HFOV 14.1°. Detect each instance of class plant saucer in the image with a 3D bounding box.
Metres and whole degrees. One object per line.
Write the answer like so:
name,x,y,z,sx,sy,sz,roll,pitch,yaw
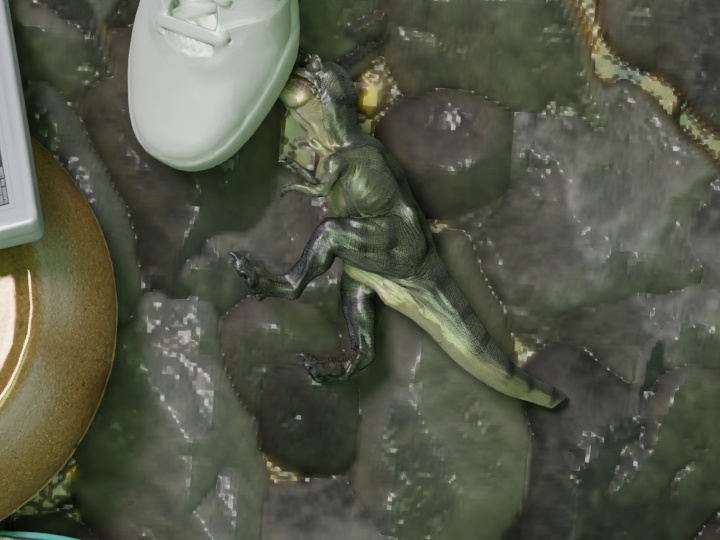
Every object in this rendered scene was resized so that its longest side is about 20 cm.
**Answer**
plant saucer,-0.203,0.018,1.227,0.199,0.035,0.202,0,81,2

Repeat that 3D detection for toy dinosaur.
toy dinosaur,0.000,0.000,1.250,0.088,0.047,0.201,-35,99,-3

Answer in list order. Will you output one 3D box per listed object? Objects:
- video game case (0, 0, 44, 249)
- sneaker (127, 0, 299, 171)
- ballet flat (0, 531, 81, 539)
video game case,-0.238,-0.053,1.215,0.199,0.018,0.144,-13,60,1
sneaker,-0.057,-0.138,1.202,0.075,0.088,0.201,22,98,15
ballet flat,-0.190,0.146,1.249,0.199,0.074,0.075,6,97,5
